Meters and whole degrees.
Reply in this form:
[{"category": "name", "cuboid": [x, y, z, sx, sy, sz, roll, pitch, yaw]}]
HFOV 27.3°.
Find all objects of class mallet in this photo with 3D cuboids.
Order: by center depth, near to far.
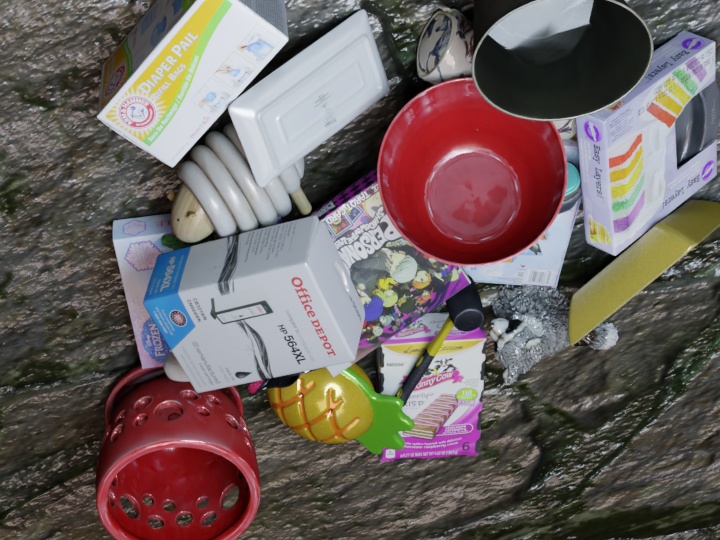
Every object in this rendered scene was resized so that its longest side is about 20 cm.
[{"category": "mallet", "cuboid": [0.088, 0.085, 1.789, 0.041, 0.066, 0.201, 13, 136, -23]}]

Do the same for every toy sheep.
[{"category": "toy sheep", "cuboid": [-0.126, -0.100, 1.638, 0.199, 0.138, 0.139, -38, 127, -11]}]

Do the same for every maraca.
[{"category": "maraca", "cuboid": [-0.029, 0.164, 1.843, 0.198, 0.108, 0.138, 25, 140, 3]}]

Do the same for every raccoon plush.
[{"category": "raccoon plush", "cuboid": [0.243, 0.084, 1.813, 0.197, 0.135, 0.098, 7, 125, -12]}]

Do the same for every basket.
[{"category": "basket", "cuboid": [0.184, -0.263, 1.504, 0.178, 0.201, 0.137, -6, 127, -4]}]

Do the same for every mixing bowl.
[{"category": "mixing bowl", "cuboid": [0.118, -0.092, 1.580, 0.197, 0.203, 0.108, -11, 167, 2]}]

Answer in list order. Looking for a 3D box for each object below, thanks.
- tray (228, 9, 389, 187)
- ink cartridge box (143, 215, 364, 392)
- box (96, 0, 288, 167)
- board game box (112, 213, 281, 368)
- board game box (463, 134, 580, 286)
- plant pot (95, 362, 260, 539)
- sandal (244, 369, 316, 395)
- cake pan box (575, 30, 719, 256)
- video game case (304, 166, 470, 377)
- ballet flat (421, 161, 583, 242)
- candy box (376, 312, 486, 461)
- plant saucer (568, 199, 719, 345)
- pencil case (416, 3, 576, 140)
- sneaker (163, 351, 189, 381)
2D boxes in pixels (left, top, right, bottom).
[{"category": "tray", "cuboid": [-0.046, -0.182, 1.577, 0.199, 0.022, 0.108, -39, 130, -24]}, {"category": "ink cartridge box", "cuboid": [-0.113, 0.039, 1.614, 0.198, 0.085, 0.147, -13, 126, 20]}, {"category": "box", "cuboid": [-0.176, -0.226, 1.544, 0.101, 0.113, 0.200, 33, 118, -27]}, {"category": "board game box", "cuboid": [-0.182, 0.019, 1.771, 0.197, 0.041, 0.202, -8, 127, -1]}, {"category": "board game box", "cuboid": [0.154, -0.077, 1.730, 0.197, 0.041, 0.201, 4, 126, -10]}, {"category": "plant pot", "cuboid": [-0.224, 0.222, 1.829, 0.197, 0.184, 0.202, -3, 127, -4]}, {"category": "sandal", "cuboid": [-0.103, 0.123, 1.735, 0.074, 0.199, 0.046, -17, 98, -32]}, {"category": "cake pan box", "cuboid": [0.323, -0.143, 1.649, 0.199, 0.052, 0.186, -34, 135, -28]}, {"category": "video game case", "cuboid": [0.000, 0.000, 1.688, 0.199, 0.036, 0.182, -34, 120, 4]}, {"category": "ballet flat", "cuboid": [0.157, -0.067, 1.662, 0.198, 0.073, 0.074, -19, 127, 0]}, {"category": "candy box", "cuboid": [0.088, 0.149, 1.890, 0.134, 0.061, 0.202, -4, 127, -4]}, {"category": "plant saucer", "cuboid": [0.333, -0.010, 1.742, 0.200, 0.199, 0.049, -43, 81, 30]}, {"category": "pencil case", "cuboid": [0.156, -0.217, 1.612, 0.198, 0.078, 0.090, 20, 91, -20]}, {"category": "sneaker", "cuboid": [-0.153, 0.058, 1.741, 0.199, 0.071, 0.081, -31, 121, 5]}]
